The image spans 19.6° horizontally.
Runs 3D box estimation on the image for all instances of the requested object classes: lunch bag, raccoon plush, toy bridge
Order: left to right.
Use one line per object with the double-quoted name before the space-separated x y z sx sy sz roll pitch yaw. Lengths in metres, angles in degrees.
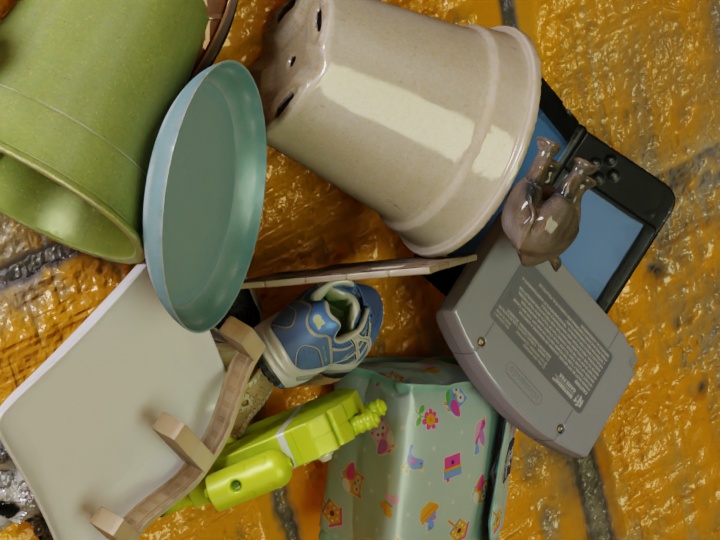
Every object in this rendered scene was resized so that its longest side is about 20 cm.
"raccoon plush" -0.238 0.140 1.671 0.134 0.096 0.201 49 47 -22
"toy bridge" -0.136 0.135 1.613 0.201 0.027 0.067 -57 147 -15
"lunch bag" 0.071 0.164 1.847 0.199 0.121 0.172 0 100 -44

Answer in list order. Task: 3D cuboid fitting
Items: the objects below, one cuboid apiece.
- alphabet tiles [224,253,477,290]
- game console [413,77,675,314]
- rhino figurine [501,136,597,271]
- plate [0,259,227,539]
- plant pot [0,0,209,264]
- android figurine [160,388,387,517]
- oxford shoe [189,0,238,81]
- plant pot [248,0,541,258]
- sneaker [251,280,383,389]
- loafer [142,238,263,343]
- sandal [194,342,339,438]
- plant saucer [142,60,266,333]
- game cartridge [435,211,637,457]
"alphabet tiles" 0.000 0.000 1.686 0.200 0.165 0.008 -13 97 -74
"game console" 0.166 -0.037 1.836 0.175 0.116 0.201 34 86 3
"rhino figurine" 0.152 -0.045 1.699 0.088 0.059 0.200 -65 170 -4
"plate" -0.187 0.103 1.575 0.200 0.032 0.201 -47 142 -26
"plant pot" -0.203 -0.136 1.524 0.200 0.199 0.191 38 73 -37
"android figurine" -0.073 0.147 1.705 0.198 0.182 0.041 -21 94 8
"oxford shoe" -0.128 -0.208 1.622 0.071 0.071 0.202 23 93 -10
"plant pot" 0.014 -0.136 1.670 0.182 0.200 0.202 22 93 -27
"sneaker" -0.017 0.045 1.720 0.077 0.200 0.076 -35 88 24
"loafer" -0.134 -0.013 1.673 0.076 0.067 0.200 -50 129 -13
"sandal" -0.094 0.103 1.718 0.210 0.077 0.070 6 73 -45
"plant saucer" -0.116 -0.056 1.535 0.200 0.027 0.202 9 90 -73
"game cartridge" 0.151 0.063 1.802 0.200 0.040 0.134 47 59 -26
